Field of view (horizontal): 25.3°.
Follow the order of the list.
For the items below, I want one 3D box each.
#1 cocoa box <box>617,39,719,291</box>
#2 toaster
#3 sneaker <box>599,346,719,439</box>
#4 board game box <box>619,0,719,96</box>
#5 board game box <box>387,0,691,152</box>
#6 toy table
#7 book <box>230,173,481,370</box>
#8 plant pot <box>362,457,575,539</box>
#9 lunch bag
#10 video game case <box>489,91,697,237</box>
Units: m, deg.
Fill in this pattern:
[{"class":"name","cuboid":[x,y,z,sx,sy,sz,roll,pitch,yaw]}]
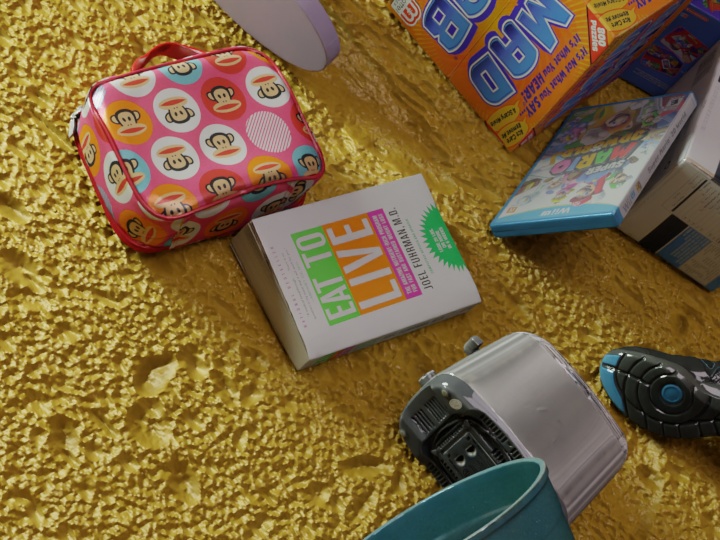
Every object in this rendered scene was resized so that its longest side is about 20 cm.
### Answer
[{"class":"cocoa box","cuboid":[0.365,-0.109,1.623,0.131,0.133,0.201,33,52,-7]},{"class":"toaster","cuboid":[0.139,0.149,1.368,0.129,0.114,0.200,-33,79,-39]},{"class":"sneaker","cuboid":[0.320,0.116,1.499,0.198,0.074,0.082,20,31,8]},{"class":"board game box","cuboid":[0.392,-0.212,1.698,0.199,0.135,0.045,27,53,-11]},{"class":"board game box","cuboid":[0.190,-0.283,1.592,0.199,0.200,0.200,-35,82,-38]},{"class":"toy table","cuboid":[-0.070,-0.294,1.494,0.200,0.184,0.117,46,68,-7]},{"class":"book","cuboid":[0.000,0.000,1.430,0.199,0.048,0.135,-18,76,-36]},{"class":"plant pot","cuboid":[0.099,0.276,1.233,0.199,0.199,0.189,-32,94,-37]},{"class":"lunch bag","cuboid":[-0.145,-0.118,1.395,0.199,0.082,0.177,-17,70,-33]},{"class":"video game case","cuboid":[0.226,-0.103,1.549,0.200,0.142,0.018,-52,124,-38]}]
